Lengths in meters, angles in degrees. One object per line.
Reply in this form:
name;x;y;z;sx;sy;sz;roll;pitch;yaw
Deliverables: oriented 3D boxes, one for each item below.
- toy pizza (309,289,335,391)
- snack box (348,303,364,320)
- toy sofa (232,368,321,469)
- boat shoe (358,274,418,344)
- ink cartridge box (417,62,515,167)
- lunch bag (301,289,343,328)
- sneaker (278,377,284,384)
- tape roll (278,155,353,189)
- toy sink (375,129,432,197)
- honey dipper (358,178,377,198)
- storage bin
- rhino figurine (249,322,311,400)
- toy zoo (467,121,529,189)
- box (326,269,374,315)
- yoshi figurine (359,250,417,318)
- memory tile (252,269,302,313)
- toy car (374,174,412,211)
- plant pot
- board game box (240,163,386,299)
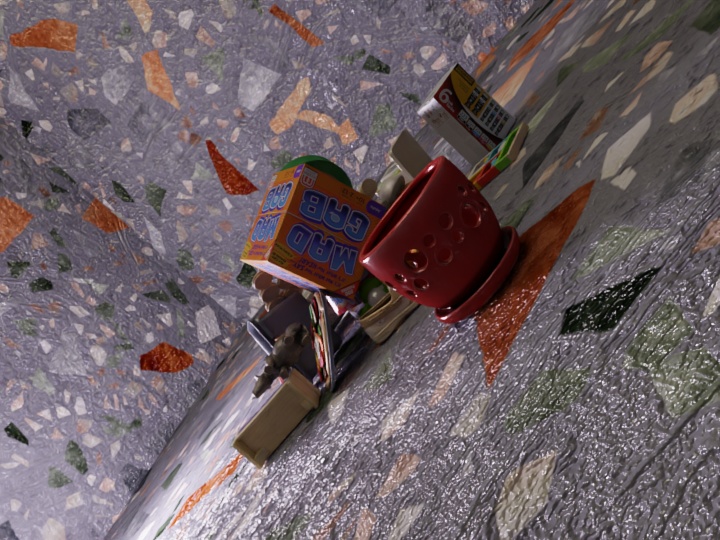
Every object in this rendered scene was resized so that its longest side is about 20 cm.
toy pizza;-0.080;0.140;1.453;0.031;0.206;0.200;-6;5;-8
snack box;0.008;0.081;1.698;0.072;0.024;0.200;-49;8;-3
toy sofa;-0.173;0.303;1.515;0.201;0.082;0.098;-48;9;12
boat shoe;0.073;0.045;1.367;0.201;0.069;0.074;-50;9;7
ink cartridge box;0.263;-0.383;1.736;0.177;0.199;0.084;-55;12;-27
lunch bag;-0.086;0.069;1.805;0.165;0.117;0.201;-52;-12;-14
sneaker;-0.133;0.216;1.779;0.086;0.074;0.201;-30;20;24
tape roll;-0.111;-0.156;1.647;0.201;0.200;0.048;-50;34;-1
toy sink;0.116;-0.211;1.752;0.111;0.200;0.131;-33;17;36
honey dipper;0.005;-0.161;1.647;0.038;0.038;0.200;-51;0;-13
storage bin;-0.139;0.148;1.614;0.134;0.200;0.146;-42;-7;-18
rhino figurine;-0.168;0.191;1.492;0.201;0.059;0.088;-53;10;11
toy zoo;0.283;-0.228;1.593;0.200;0.020;0.132;-42;12;46
box;0.000;0.000;1.695;0.095;0.100;0.200;-29;11;49
yoshi figurine;0.059;0.016;1.470;0.201;0.112;0.112;-49;1;21
memory tile;-0.150;0.003;1.652;0.199;0.017;0.154;-40;-37;-13
toy car;0.109;-0.101;1.601;0.201;0.172;0.152;-56;-24;-34
plant pot;0.121;-0.035;1.086;0.201;0.182;0.201;-47;9;10
board game box;-0.100;-0.075;1.497;0.199;0.197;0.204;2;70;65
